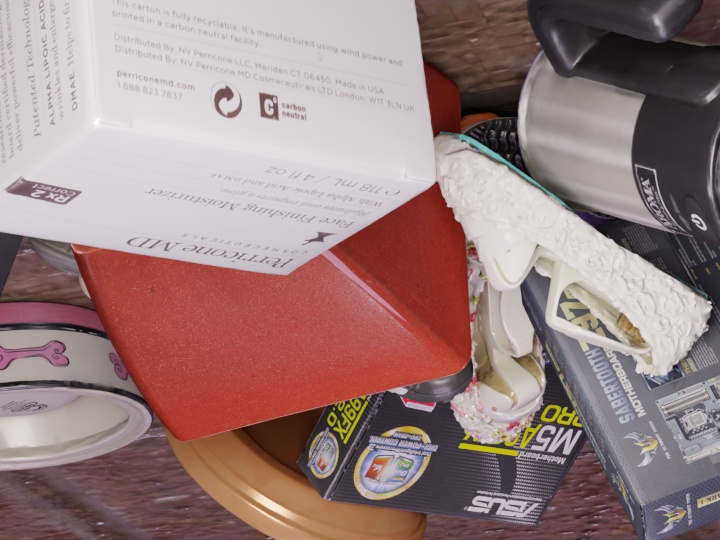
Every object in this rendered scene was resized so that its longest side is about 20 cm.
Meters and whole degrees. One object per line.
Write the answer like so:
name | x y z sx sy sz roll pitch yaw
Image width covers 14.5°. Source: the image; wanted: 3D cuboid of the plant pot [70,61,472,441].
plant pot | -0.066 -0.044 1.627 0.199 0.201 0.176 -15 148 23

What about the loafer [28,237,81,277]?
loafer | -0.122 -0.005 1.797 0.199 0.070 0.070 11 144 30

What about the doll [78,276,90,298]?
doll | -0.097 0.023 1.901 0.199 0.049 0.136 11 -178 16

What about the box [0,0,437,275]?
box | -0.087 -0.121 1.371 0.198 0.201 0.131 8 155 -35

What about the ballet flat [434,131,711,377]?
ballet flat | 0.114 -0.004 1.623 0.200 0.072 0.072 32 148 -13

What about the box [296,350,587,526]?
box | 0.075 0.090 1.913 0.199 0.044 0.161 12 115 -39

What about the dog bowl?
dog bowl | -0.254 0.084 2.071 0.199 0.074 0.200 -6 160 -2

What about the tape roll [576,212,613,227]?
tape roll | 0.100 -0.019 1.909 0.199 0.066 0.200 -6 161 -2

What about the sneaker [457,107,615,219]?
sneaker | 0.103 -0.075 1.780 0.200 0.070 0.090 0 -167 -44

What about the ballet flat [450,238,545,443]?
ballet flat | 0.089 0.048 1.814 0.075 0.064 0.201 -28 132 -18

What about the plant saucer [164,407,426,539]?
plant saucer | -0.039 0.129 1.952 0.200 0.200 0.038 11 118 -39

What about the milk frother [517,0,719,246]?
milk frother | 0.212 -0.118 1.582 0.200 0.181 0.188 -26 -156 -24

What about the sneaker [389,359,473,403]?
sneaker | 0.000 0.000 1.778 0.066 0.200 0.091 -31 149 -14

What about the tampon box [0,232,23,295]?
tampon box | -0.274 -0.055 1.603 0.149 0.127 0.200 0 160 -14

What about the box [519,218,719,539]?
box | 0.201 0.050 1.690 0.157 0.200 0.051 -21 142 -7
